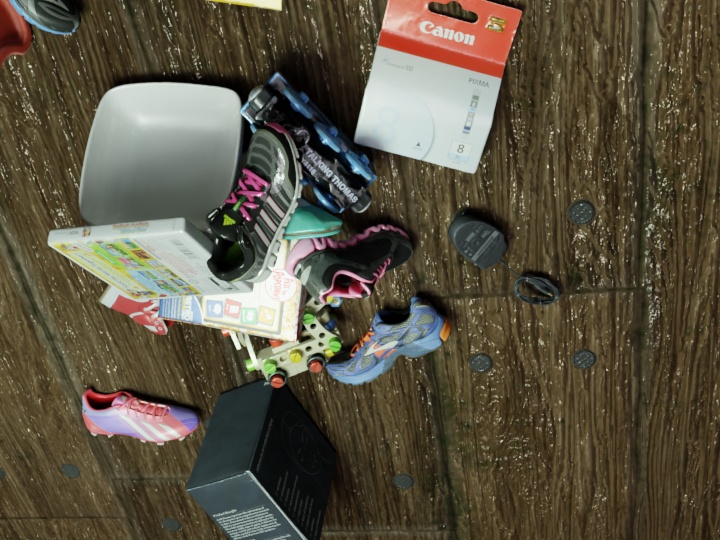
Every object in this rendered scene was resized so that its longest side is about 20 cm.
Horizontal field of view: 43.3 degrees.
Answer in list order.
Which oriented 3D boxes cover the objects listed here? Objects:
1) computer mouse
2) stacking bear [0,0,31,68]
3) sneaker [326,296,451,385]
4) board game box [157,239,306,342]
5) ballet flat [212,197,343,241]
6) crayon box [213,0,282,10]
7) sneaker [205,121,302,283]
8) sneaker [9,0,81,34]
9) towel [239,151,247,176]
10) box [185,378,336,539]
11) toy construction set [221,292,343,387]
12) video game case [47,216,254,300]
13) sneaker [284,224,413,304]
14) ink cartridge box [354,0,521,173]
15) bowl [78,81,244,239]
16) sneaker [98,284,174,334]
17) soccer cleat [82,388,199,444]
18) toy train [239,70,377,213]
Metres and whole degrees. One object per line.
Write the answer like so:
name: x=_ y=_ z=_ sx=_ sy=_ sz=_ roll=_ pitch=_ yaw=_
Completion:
computer mouse: x=0.195 y=-0.014 z=1.229 sx=0.199 sy=0.034 sz=0.059 roll=37 pitch=106 yaw=-23
stacking bear: x=-0.522 y=-0.298 z=1.089 sx=0.196 sy=0.122 sz=0.115 roll=3 pitch=129 yaw=16
sneaker: x=0.032 y=0.097 z=1.314 sx=0.198 sy=0.076 sz=0.079 roll=-29 pitch=109 yaw=17
board game box: x=-0.169 y=0.003 z=1.223 sx=0.196 sy=0.046 sz=0.155 roll=10 pitch=105 yaw=6
ballet flat: x=-0.111 y=-0.065 z=1.118 sx=0.197 sy=0.067 sz=0.072 roll=-9 pitch=93 yaw=34
crayon box: x=-0.177 y=-0.372 z=1.010 sx=0.196 sy=0.052 sz=0.128 roll=9 pitch=127 yaw=3
sneaker: x=-0.127 y=-0.068 z=1.029 sx=0.073 sy=0.087 sz=0.203 roll=33 pitch=121 yaw=27
sneaker: x=-0.374 y=-0.365 z=1.034 sx=0.081 sy=0.071 sz=0.202 roll=-7 pitch=122 yaw=21
towel: x=-0.172 y=-0.071 z=1.246 sx=0.198 sy=0.024 sz=0.148 roll=-26 pitch=117 yaw=25
box: x=-0.146 y=0.312 z=1.409 sx=0.122 sy=0.202 sz=0.198 roll=-19 pitch=121 yaw=22
toy construction set: x=-0.107 y=0.090 z=1.309 sx=0.196 sy=0.093 sz=0.133 roll=-13 pitch=123 yaw=17
video game case: x=-0.250 y=-0.010 z=1.113 sx=0.178 sy=0.023 sz=0.200 roll=-4 pitch=158 yaw=17
sneaker: x=0.000 y=0.000 z=1.178 sx=0.197 sy=0.096 sz=0.080 roll=-12 pitch=138 yaw=-37
ink cartridge box: x=0.089 y=-0.226 z=1.076 sx=0.157 sy=0.048 sz=0.202 roll=14 pitch=129 yaw=-1
bowl: x=-0.240 y=-0.127 z=1.130 sx=0.196 sy=0.204 sz=0.075 roll=4 pitch=162 yaw=8
sneaker: x=-0.292 y=0.023 z=1.285 sx=0.112 sy=0.072 sz=0.199 roll=33 pitch=147 yaw=-15
soccer cleat: x=-0.361 y=0.233 z=1.474 sx=0.196 sy=0.067 sz=0.078 roll=1 pitch=122 yaw=11
toy train: x=-0.061 y=-0.154 z=1.109 sx=0.087 sy=0.115 sz=0.200 roll=-42 pitch=110 yaw=12
